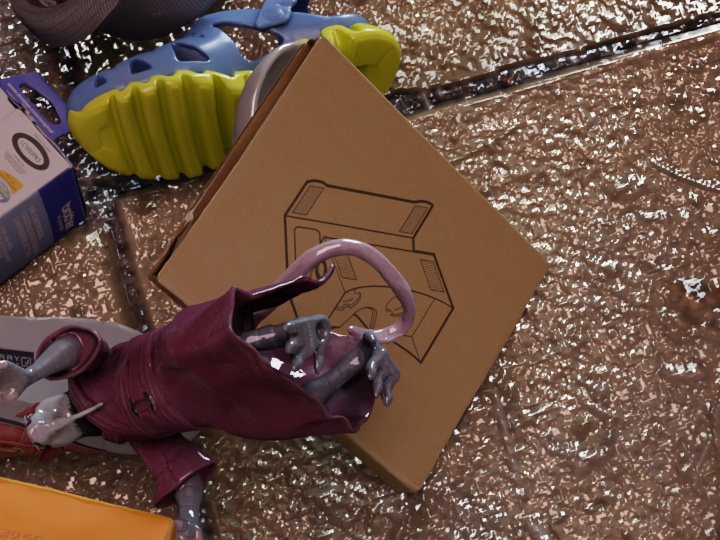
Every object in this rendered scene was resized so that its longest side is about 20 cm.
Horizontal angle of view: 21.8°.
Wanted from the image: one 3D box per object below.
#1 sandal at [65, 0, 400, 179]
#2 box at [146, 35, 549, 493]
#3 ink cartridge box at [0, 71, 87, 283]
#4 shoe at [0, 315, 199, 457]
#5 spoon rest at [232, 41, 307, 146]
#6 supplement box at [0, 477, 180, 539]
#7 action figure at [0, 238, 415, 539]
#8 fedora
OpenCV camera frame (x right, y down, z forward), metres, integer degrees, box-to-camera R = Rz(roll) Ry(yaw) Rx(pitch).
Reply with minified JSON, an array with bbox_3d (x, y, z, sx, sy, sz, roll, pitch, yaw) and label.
[{"bbox_3d":[-0.081,-0.115,1.098,0.199,0.080,0.087,-17,51,-23],"label":"sandal"},{"bbox_3d":[0.000,0.000,1.014,0.200,0.021,0.164,43,67,-26],"label":"box"},{"bbox_3d":[-0.251,-0.050,1.065,0.200,0.076,0.136,-39,73,-16],"label":"ink cartridge box"},{"bbox_3d":[-0.190,0.070,1.019,0.200,0.091,0.072,12,59,-29],"label":"shoe"},{"bbox_3d":[-0.042,-0.027,1.038,0.060,0.099,0.201,8,84,35],"label":"spoon rest"},{"bbox_3d":[-0.150,0.165,0.903,0.126,0.200,0.074,12,68,4],"label":"supplement box"},{"bbox_3d":[-0.092,0.046,0.919,0.200,0.134,0.149,-15,33,31],"label":"action figure"},{"bbox_3d":[-0.122,-0.211,1.101,0.200,0.090,0.177,-50,41,21],"label":"fedora"}]
